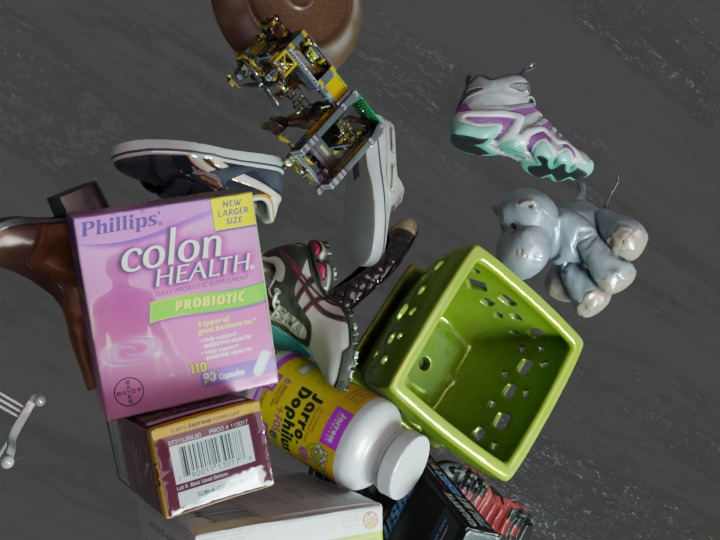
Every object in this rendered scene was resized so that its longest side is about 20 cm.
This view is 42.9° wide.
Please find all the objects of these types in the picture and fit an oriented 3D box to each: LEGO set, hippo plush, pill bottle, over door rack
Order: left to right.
[{"bbox_3d":[-0.419,0.173,0.884,0.148,0.067,0.201,36,72,-20],"label":"over door rack"},{"bbox_3d":[-0.079,-0.169,1.026,0.116,0.153,0.200,-50,124,-19],"label":"LEGO set"},{"bbox_3d":[-0.026,0.171,1.004,0.104,0.199,0.105,-37,139,-41],"label":"pill bottle"},{"bbox_3d":[0.263,-0.050,1.193,0.160,0.159,0.201,16,81,-26],"label":"hippo plush"}]

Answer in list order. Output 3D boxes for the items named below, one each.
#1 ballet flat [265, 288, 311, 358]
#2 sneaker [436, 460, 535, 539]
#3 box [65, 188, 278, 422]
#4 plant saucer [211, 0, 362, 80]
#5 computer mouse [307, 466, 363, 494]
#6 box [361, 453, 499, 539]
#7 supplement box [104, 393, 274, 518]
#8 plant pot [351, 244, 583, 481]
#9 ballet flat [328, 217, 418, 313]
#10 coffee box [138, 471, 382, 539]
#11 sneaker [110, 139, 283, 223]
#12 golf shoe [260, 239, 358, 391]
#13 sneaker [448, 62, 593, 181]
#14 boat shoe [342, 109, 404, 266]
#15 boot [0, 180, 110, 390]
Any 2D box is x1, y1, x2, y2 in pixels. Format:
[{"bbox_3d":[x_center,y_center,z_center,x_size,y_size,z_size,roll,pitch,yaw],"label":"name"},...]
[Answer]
[{"bbox_3d":[-0.128,0.036,1.043,0.199,0.067,0.063,27,64,-24],"label":"ballet flat"},{"bbox_3d":[0.130,0.286,1.137,0.200,0.098,0.071,40,77,-37],"label":"sneaker"},{"bbox_3d":[-0.190,0.028,0.929,0.175,0.097,0.201,-10,99,-21],"label":"box"},{"bbox_3d":[-0.079,-0.329,1.099,0.200,0.037,0.202,1,88,-28],"label":"plant saucer"},{"bbox_3d":[0.030,0.253,1.124,0.199,0.044,0.110,15,80,-26],"label":"computer mouse"},{"bbox_3d":[0.047,0.314,1.011,0.050,0.198,0.201,19,102,-29],"label":"box"},{"bbox_3d":[-0.180,0.176,0.931,0.110,0.200,0.086,-11,94,-27],"label":"supplement box"},{"bbox_3d":[0.107,0.107,1.094,0.199,0.181,0.200,40,71,-20],"label":"plant pot"},{"bbox_3d":[0.000,0.000,1.109,0.057,0.066,0.200,47,67,-7],"label":"ballet flat"},{"bbox_3d":[-0.107,0.337,0.962,0.199,0.199,0.199,-2,89,-28],"label":"coffee box"},{"bbox_3d":[-0.175,-0.095,1.014,0.199,0.078,0.080,4,80,-29],"label":"sneaker"},{"bbox_3d":[-0.059,0.052,1.005,0.088,0.077,0.200,-3,45,-21],"label":"golf shoe"},{"bbox_3d":[0.224,-0.207,1.210,0.199,0.078,0.141,18,74,-9],"label":"sneaker"},{"bbox_3d":[0.019,-0.098,1.110,0.065,0.072,0.201,10,62,-32],"label":"boat shoe"},{"bbox_3d":[-0.319,0.032,0.958,0.188,0.068,0.201,-29,108,-33],"label":"boot"}]
